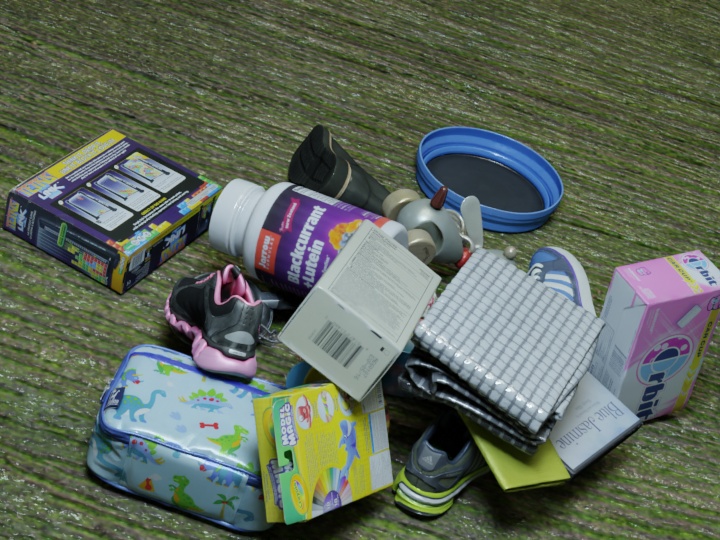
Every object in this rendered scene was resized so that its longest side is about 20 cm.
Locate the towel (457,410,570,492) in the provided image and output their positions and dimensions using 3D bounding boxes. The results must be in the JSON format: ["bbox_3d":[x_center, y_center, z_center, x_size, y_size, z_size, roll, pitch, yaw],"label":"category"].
[{"bbox_3d":[0.131,0.139,1.645,0.086,0.018,0.200,-4,49,-32],"label":"towel"}]

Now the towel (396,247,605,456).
[{"bbox_3d":[0.141,0.083,1.635,0.165,0.086,0.200,33,38,5],"label":"towel"}]

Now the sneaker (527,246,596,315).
[{"bbox_3d":[0.190,0.037,1.900,0.146,0.081,0.201,8,40,-22],"label":"sneaker"}]

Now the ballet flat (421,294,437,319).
[{"bbox_3d":[0.000,0.000,1.833,0.200,0.076,0.064,35,6,16],"label":"ballet flat"}]

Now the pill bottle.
[{"bbox_3d":[-0.058,-0.029,1.761,0.199,0.112,0.111,20,33,18],"label":"pill bottle"}]

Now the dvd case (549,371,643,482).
[{"bbox_3d":[0.188,0.124,1.722,0.200,0.018,0.142,44,41,18],"label":"dvd case"}]

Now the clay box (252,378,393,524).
[{"bbox_3d":[-0.039,0.163,1.515,0.047,0.116,0.200,-6,0,30],"label":"clay box"}]

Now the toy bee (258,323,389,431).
[{"bbox_3d":[-0.032,0.092,1.660,0.200,0.109,0.131,41,22,4],"label":"toy bee"}]

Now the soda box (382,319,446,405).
[{"bbox_3d":[0.105,0.105,1.780,0.199,0.064,0.069,11,35,-10],"label":"soda box"}]

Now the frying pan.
[{"bbox_3d":[-0.115,0.047,1.763,0.189,0.031,0.115,8,45,4],"label":"frying pan"}]

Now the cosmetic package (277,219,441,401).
[{"bbox_3d":[0.003,0.035,1.582,0.103,0.073,0.200,38,23,0],"label":"cosmetic package"}]

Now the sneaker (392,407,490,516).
[{"bbox_3d":[0.106,0.172,1.668,0.074,0.081,0.200,28,35,14],"label":"sneaker"}]

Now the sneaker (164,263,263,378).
[{"bbox_3d":[-0.141,0.034,1.649,0.079,0.096,0.200,8,15,-25],"label":"sneaker"}]

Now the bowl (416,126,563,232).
[{"bbox_3d":[0.167,-0.119,2.149,0.199,0.040,0.201,12,34,-8],"label":"bowl"}]

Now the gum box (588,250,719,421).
[{"bbox_3d":[0.319,0.083,1.800,0.113,0.201,0.066,-11,43,-26],"label":"gum box"}]

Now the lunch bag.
[{"bbox_3d":[-0.154,0.155,1.572,0.199,0.083,0.161,20,31,0],"label":"lunch bag"}]

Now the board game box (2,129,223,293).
[{"bbox_3d":[-0.278,-0.071,1.854,0.165,0.057,0.200,27,35,16],"label":"board game box"}]

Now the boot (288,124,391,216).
[{"bbox_3d":[-0.009,-0.102,2.035,0.138,0.078,0.200,31,15,-21],"label":"boot"}]

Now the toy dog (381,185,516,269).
[{"bbox_3d":[0.116,-0.048,1.920,0.199,0.096,0.132,0,51,-51],"label":"toy dog"}]

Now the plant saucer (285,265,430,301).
[{"bbox_3d":[-0.011,0.009,1.888,0.199,0.035,0.201,12,34,-8],"label":"plant saucer"}]
